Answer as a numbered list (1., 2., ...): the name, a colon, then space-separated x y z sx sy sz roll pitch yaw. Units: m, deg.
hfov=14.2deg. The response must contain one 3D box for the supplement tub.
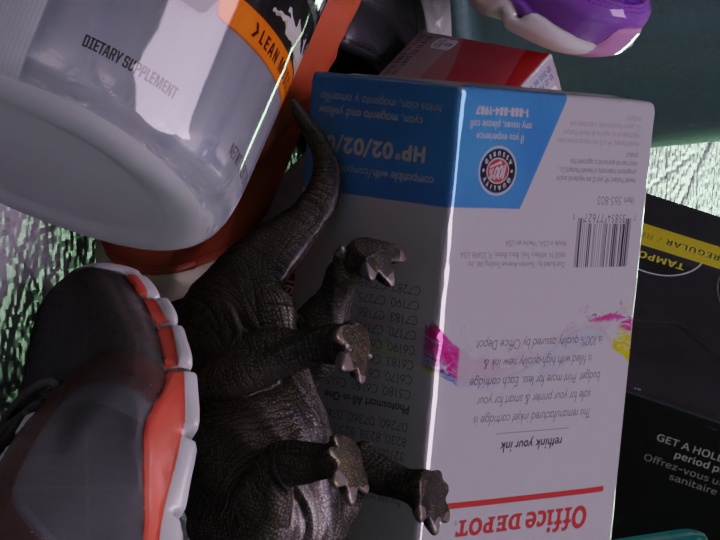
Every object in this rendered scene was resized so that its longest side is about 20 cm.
1. supplement tub: -0.058 -0.118 0.843 0.200 0.122 0.123 -68 153 -16

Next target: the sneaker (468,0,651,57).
1. sneaker: 0.059 -0.174 1.111 0.080 0.088 0.200 0 54 -48

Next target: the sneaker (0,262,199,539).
1. sneaker: -0.096 0.070 0.868 0.200 0.082 0.077 -99 -154 -46

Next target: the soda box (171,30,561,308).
1. soda box: 0.000 0.000 1.041 0.200 0.063 0.070 -48 135 -33

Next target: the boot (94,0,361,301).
1. boot: -0.047 -0.067 1.013 0.200 0.075 0.107 -57 158 -57

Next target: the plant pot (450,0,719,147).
1. plant pot: 0.117 -0.134 1.235 0.200 0.196 0.201 0 90 -68

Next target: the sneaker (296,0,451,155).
1. sneaker: 0.009 -0.051 1.150 0.085 0.074 0.200 -59 135 -42

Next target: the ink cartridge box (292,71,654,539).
1. ink cartridge box: 0.034 0.036 0.984 0.115 0.068 0.200 0 97 -50

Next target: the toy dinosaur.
1. toy dinosaur: -0.032 0.045 0.911 0.077 0.102 0.200 2 74 -56

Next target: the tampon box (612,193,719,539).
1. tampon box: 0.127 0.085 1.252 0.126 0.150 0.200 -66 172 -46
